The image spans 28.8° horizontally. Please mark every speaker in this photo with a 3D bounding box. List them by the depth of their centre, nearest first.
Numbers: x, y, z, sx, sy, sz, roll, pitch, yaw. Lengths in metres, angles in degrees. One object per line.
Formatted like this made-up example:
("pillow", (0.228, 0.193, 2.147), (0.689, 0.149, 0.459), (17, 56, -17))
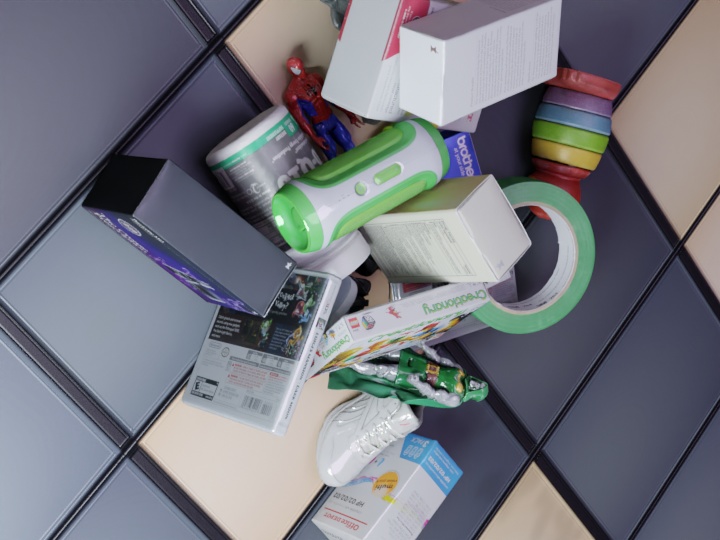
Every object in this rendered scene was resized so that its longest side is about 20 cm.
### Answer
("speaker", (0.001, -0.095, 1.553), (0.199, 0.088, 0.089), (-30, 111, -25))

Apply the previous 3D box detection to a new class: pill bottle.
("pill bottle", (-0.080, -0.079, 1.622), (0.113, 0.113, 0.201), (-41, 104, -26))

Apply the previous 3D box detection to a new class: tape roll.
("tape roll", (0.209, -0.020, 1.838), (0.198, 0.048, 0.203), (-4, 103, -18))

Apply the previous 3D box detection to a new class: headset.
("headset", (0.000, 0.000, 1.721), (0.199, 0.094, 0.124), (32, 76, -24))

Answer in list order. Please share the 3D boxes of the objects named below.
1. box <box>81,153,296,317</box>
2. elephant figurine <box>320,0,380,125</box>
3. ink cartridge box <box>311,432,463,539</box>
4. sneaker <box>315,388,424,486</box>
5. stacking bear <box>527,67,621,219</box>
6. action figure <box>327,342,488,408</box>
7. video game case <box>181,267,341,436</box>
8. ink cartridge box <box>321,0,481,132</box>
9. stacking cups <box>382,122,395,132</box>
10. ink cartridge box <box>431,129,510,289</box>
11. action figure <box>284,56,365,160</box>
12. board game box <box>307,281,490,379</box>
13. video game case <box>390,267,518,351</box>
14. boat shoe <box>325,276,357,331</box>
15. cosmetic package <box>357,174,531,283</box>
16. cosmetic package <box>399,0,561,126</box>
("box", (-0.189, -0.039, 1.552), (0.200, 0.141, 0.079), (40, 72, -31))
("elephant figurine", (0.011, -0.311, 1.689), (0.154, 0.142, 0.200), (-33, 122, 9))
("ink cartridge box", (0.021, 0.298, 1.751), (0.200, 0.115, 0.068), (-51, 120, -21))
("sneaker", (0.024, 0.189, 1.752), (0.200, 0.099, 0.078), (-51, 120, -20))
("stacking bear", (0.276, -0.166, 1.901), (0.113, 0.121, 0.202), (10, 98, -29))
("action figure", (0.063, 0.123, 1.727), (0.198, 0.055, 0.119), (17, 47, -8))
("video game case", (-0.114, 0.082, 1.581), (0.023, 0.199, 0.183), (26, 79, -35))
("ink cartridge box", (0.067, -0.247, 1.632), (0.199, 0.083, 0.147), (1, 111, -48))
("stacking cups", (0.084, -0.206, 1.781), (0.061, 0.060, 0.201), (47, 68, -29))
("ink cartridge box", (0.113, -0.067, 1.742), (0.093, 0.044, 0.202), (-24, 108, -19))
("action figure", (-0.037, -0.172, 1.708), (0.065, 0.052, 0.201), (-40, 113, -22))
("board game box", (0.039, 0.065, 1.618), (0.199, 0.126, 0.035), (-16, 75, -33))
("video game case", (0.121, -0.004, 1.853), (0.199, 0.023, 0.184), (-15, 103, -33))
("boat shoe", (-0.065, 0.093, 1.675), (0.200, 0.074, 0.068), (-52, 130, 1))
("cosmetic package", (0.090, -0.046, 1.617), (0.071, 0.199, 0.106), (-45, 116, -28))
("cosmetic package", (0.136, -0.247, 1.585), (0.199, 0.071, 0.102), (-26, 129, -37))
